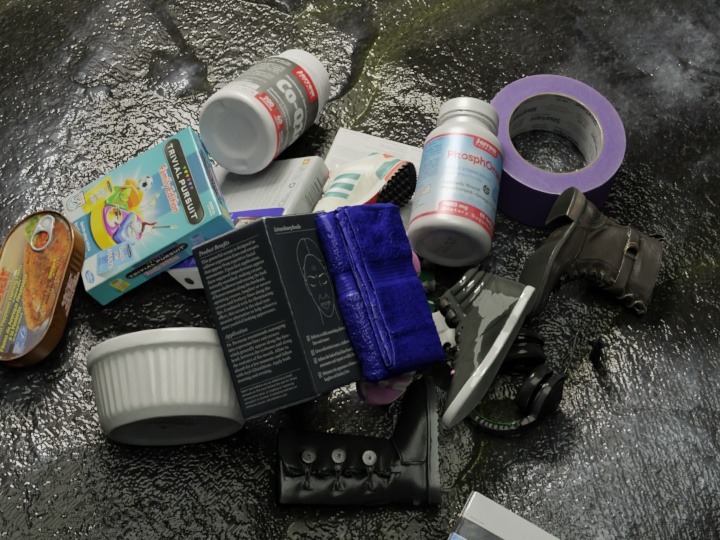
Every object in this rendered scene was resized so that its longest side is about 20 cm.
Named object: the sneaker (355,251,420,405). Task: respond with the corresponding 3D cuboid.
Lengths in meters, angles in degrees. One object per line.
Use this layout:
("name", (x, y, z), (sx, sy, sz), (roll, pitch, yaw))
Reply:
("sneaker", (0.021, 0.069, 1.497), (0.080, 0.088, 0.204), (19, 65, -30))

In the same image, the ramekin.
("ramekin", (-0.216, 0.140, 1.417), (0.198, 0.203, 0.096), (-3, 71, -7))

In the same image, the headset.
("headset", (0.215, 0.131, 1.537), (0.198, 0.094, 0.125), (-26, 63, -1))

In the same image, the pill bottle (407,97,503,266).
("pill bottle", (0.126, -0.116, 1.573), (0.107, 0.109, 0.203), (10, 63, 2))

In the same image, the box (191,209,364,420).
("box", (-0.083, 0.046, 1.379), (0.106, 0.148, 0.203), (-19, 86, 27))

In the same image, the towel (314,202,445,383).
("towel", (0.030, 0.020, 1.414), (0.147, 0.049, 0.203), (-11, 81, -51))

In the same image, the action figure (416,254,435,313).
("action figure", (0.000, 0.000, 1.595), (0.196, 0.055, 0.120), (2, 62, 1))

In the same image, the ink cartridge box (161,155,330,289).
("ink cartridge box", (-0.160, -0.062, 1.587), (0.197, 0.044, 0.200), (-2, 46, 33))

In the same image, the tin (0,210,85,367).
("tin", (-0.408, 0.023, 1.525), (0.110, 0.042, 0.203), (4, 67, 20))

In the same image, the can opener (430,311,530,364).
("can opener", (0.129, 0.071, 1.563), (0.197, 0.067, 0.053), (-19, 64, -25))

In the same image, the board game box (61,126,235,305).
("board game box", (-0.273, -0.071, 1.564), (0.198, 0.047, 0.152), (-29, 58, 7))

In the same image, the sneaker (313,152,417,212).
("sneaker", (-0.021, -0.086, 1.569), (0.199, 0.071, 0.093), (-39, 46, -25))

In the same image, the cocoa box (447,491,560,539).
("cocoa box", (0.173, 0.365, 1.346), (0.198, 0.134, 0.132), (28, 62, 11))

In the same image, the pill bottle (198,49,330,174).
("pill bottle", (-0.121, -0.219, 1.640), (0.113, 0.115, 0.200), (26, 36, 11))

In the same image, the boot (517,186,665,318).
("boot", (0.306, 0.006, 1.587), (0.173, 0.069, 0.202), (32, 75, -16))

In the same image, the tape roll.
("tape roll", (0.261, -0.165, 1.692), (0.196, 0.085, 0.203), (2, 60, -3))

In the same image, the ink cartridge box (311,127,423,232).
("ink cartridge box", (0.014, -0.090, 1.634), (0.158, 0.050, 0.202), (16, 56, 9))

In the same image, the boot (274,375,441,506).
("boot", (-0.005, 0.204, 1.472), (0.196, 0.066, 0.167), (-1, 58, 0))

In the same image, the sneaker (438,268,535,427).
("sneaker", (0.125, 0.087, 1.489), (0.098, 0.071, 0.202), (27, 76, 16))
